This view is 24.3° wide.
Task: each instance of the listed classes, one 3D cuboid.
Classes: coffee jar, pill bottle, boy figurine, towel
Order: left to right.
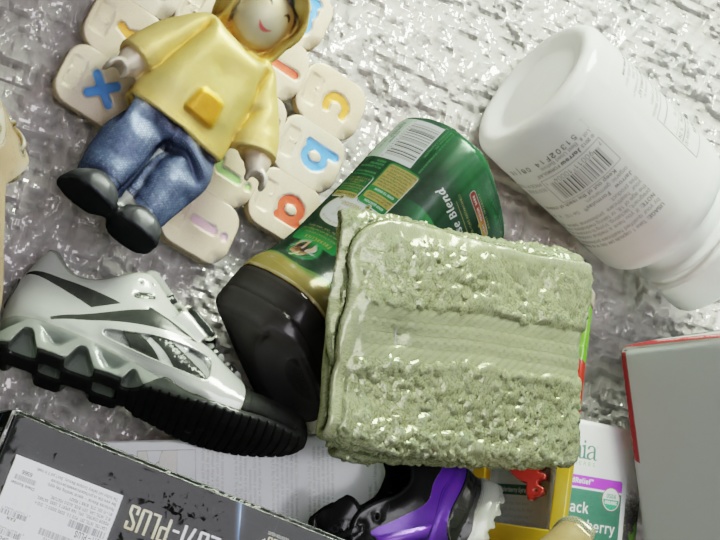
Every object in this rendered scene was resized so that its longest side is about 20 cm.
[{"bbox_3d":[-0.093,-0.103,1.020,0.124,0.064,0.201,43,70,-16],"label":"boy figurine"},{"bbox_3d":[0.000,0.000,1.065,0.200,0.085,0.105,-43,136,-25],"label":"coffee jar"},{"bbox_3d":[0.061,0.048,1.014,0.198,0.036,0.150,10,82,-35],"label":"towel"},{"bbox_3d":[0.188,-0.067,1.178,0.200,0.114,0.115,41,67,-20],"label":"pill bottle"}]

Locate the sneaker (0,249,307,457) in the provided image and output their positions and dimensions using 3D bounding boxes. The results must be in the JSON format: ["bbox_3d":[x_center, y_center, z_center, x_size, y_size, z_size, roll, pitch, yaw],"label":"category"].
[{"bbox_3d":[-0.116,0.046,1.003,0.198,0.074,0.089,24,60,-9],"label":"sneaker"}]

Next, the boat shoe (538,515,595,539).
[{"bbox_3d":[0.121,0.188,1.031,0.200,0.071,0.077,32,64,-50],"label":"boat shoe"}]

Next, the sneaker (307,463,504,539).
[{"bbox_3d":[0.001,0.190,1.018,0.099,0.069,0.201,37,65,-14],"label":"sneaker"}]

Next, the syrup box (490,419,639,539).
[{"bbox_3d":[0.131,0.202,1.138,0.078,0.081,0.202,13,80,-29],"label":"syrup box"}]

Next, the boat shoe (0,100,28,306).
[{"bbox_3d":[-0.231,-0.067,0.972,0.064,0.071,0.202,9,86,-38],"label":"boat shoe"}]

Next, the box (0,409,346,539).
[{"bbox_3d":[-0.123,0.152,0.927,0.198,0.164,0.087,23,80,-13],"label":"box"}]

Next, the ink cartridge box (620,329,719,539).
[{"bbox_3d":[0.266,0.114,1.175,0.199,0.083,0.146,-4,86,-59],"label":"ink cartridge box"}]

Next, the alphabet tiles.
[{"bbox_3d":[-0.094,-0.112,1.073,0.195,0.015,0.202,31,71,-23],"label":"alphabet tiles"}]

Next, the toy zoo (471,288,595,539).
[{"bbox_3d":[0.079,0.105,1.104,0.130,0.020,0.202,5,79,16],"label":"toy zoo"}]

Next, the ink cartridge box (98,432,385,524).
[{"bbox_3d":[-0.081,0.185,1.049,0.198,0.050,0.164,1,85,-17],"label":"ink cartridge box"}]
